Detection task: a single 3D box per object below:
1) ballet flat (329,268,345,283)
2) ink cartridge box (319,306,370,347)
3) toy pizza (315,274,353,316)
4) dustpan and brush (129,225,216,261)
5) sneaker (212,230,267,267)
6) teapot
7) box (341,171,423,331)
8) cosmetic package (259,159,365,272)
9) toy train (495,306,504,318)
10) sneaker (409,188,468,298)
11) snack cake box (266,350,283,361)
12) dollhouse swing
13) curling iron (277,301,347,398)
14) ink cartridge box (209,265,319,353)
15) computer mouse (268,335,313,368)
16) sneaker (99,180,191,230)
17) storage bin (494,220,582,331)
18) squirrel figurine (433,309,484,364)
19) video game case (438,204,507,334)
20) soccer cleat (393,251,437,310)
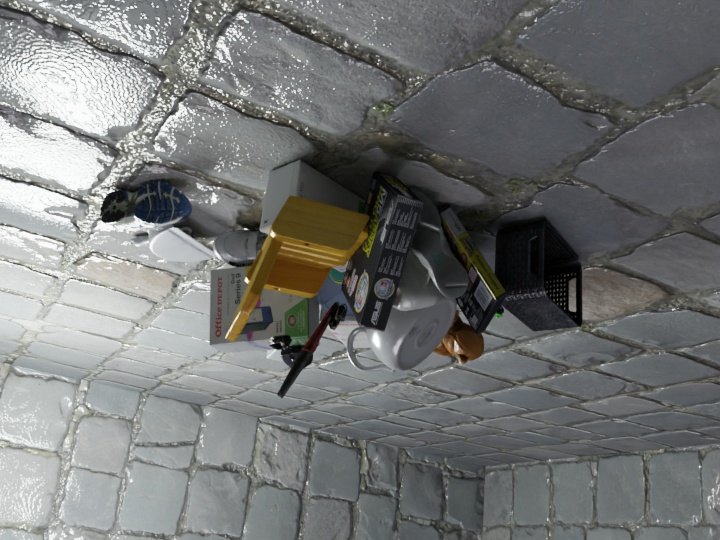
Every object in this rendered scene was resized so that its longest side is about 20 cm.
[{"bbox_3d":[0.036,-0.034,1.369,0.198,0.068,0.067,-33,163,18],"label":"ballet flat"},{"bbox_3d":[0.002,0.072,1.621,0.125,0.129,0.200,-1,156,19],"label":"ink cartridge box"},{"bbox_3d":[0.000,0.000,1.450,0.195,0.032,0.204,-14,129,-17],"label":"toy pizza"},{"bbox_3d":[-0.392,-0.058,1.531,0.196,0.059,0.139,-14,150,27],"label":"dustpan and brush"},{"bbox_3d":[-0.173,-0.052,1.439,0.194,0.077,0.115,8,159,-17],"label":"sneaker"},{"bbox_3d":[0.073,0.078,1.427,0.145,0.198,0.200,38,147,28],"label":"teapot"},{"bbox_3d":[0.028,-0.033,1.174,0.043,0.205,0.161,12,-163,-15],"label":"box"},{"bbox_3d":[-0.065,-0.085,1.274,0.083,0.111,0.198,-12,153,39],"label":"cosmetic package"},{"bbox_3d":[0.245,0.053,1.625,0.055,0.043,0.199,4,161,39],"label":"toy train"},{"bbox_3d":[0.112,-0.047,1.293,0.069,0.203,0.080,-29,-159,-2],"label":"sneaker"},{"bbox_3d":[-0.137,0.074,1.561,0.065,0.206,0.115,11,159,-17],"label":"snack cake box"},{"bbox_3d":[-0.095,0.019,1.160,0.177,0.180,0.200,12,154,-16],"label":"dollhouse swing"},{"bbox_3d":[-0.088,0.138,1.365,0.025,0.202,0.049,38,175,-18],"label":"curling iron"},{"bbox_3d":[-0.181,0.070,1.446,0.194,0.150,0.088,-5,163,13],"label":"ink cartridge box"},{"bbox_3d":[-0.127,0.152,1.406,0.057,0.035,0.200,-4,163,10],"label":"computer mouse"},{"bbox_3d":[-0.367,-0.110,1.370,0.195,0.079,0.085,3,170,31],"label":"sneaker"},{"bbox_3d":[0.319,0.015,1.365,0.092,0.139,0.199,-8,154,34],"label":"storage bin"},{"bbox_3d":[0.165,0.114,1.583,0.185,0.142,0.201,32,167,41],"label":"squirrel figurine"},{"bbox_3d":[0.181,0.004,1.352,0.025,0.183,0.201,-27,163,-11],"label":"video game case"},{"bbox_3d":[0.070,0.000,1.236,0.075,0.202,0.071,4,122,-12],"label":"soccer cleat"}]
